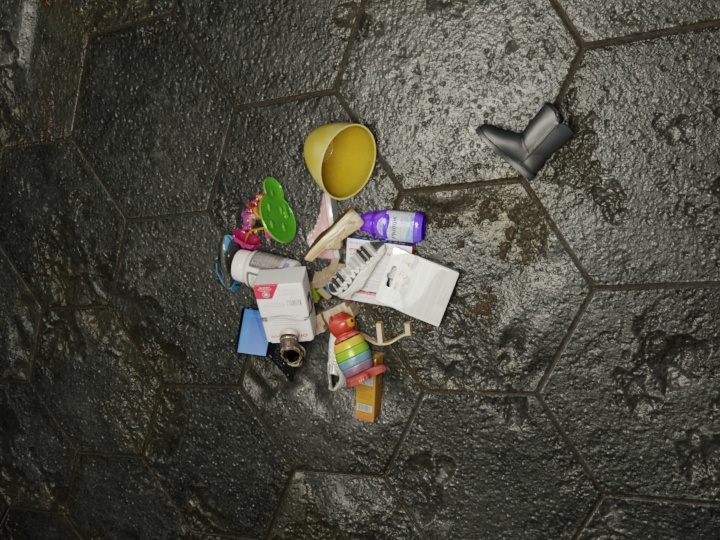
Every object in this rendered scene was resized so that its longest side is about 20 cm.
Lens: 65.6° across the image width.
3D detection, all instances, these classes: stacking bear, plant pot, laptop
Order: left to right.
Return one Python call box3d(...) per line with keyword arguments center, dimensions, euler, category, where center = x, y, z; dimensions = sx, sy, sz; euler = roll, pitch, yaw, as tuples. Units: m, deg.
box3d(center=(-0.286, 0.230, 1.733), dimensions=(0.199, 0.102, 0.181), euler=(38, 125, 35), category="laptop")
box3d(center=(-0.073, -0.314, 1.512), dimensions=(0.141, 0.197, 0.205), euler=(33, 114, 38), category="plant pot")
box3d(center=(-0.028, 0.217, 1.593), dimensions=(0.113, 0.120, 0.205), euler=(-29, 80, 44), category="stacking bear")

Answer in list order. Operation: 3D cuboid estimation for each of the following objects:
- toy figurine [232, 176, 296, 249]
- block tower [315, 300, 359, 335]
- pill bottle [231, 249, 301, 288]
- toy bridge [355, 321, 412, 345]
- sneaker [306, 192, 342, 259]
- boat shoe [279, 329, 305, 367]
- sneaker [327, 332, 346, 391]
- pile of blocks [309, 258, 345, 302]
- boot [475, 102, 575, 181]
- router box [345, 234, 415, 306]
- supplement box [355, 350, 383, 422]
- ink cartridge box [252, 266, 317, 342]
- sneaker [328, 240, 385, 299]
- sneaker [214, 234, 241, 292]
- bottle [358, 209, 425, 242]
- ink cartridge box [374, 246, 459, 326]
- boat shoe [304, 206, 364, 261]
box3d(center=(-0.310, -0.149, 1.666), dimensions=(0.181, 0.149, 0.206), euler=(-21, 74, 32), category="toy figurine")
box3d(center=(-0.102, 0.148, 1.691), dimensions=(0.196, 0.058, 0.055), euler=(-26, 94, 21), category="block tower")
box3d(center=(-0.284, 0.005, 1.689), dimensions=(0.195, 0.114, 0.117), euler=(14, 108, 16), category="pill bottle")
box3d(center=(0.059, 0.186, 1.657), dimensions=(0.194, 0.027, 0.069), euler=(-3, 103, 21), category="toy bridge")
box3d(center=(-0.113, -0.129, 1.614), dimensions=(0.101, 0.075, 0.206), euler=(-2, 107, 14), category="sneaker")
box3d(center=(-0.197, 0.239, 1.609), dimensions=(0.069, 0.061, 0.202), euler=(-1, 148, -1), category="boat shoe")
box3d(center=(-0.066, 0.269, 1.690), dimensions=(0.072, 0.087, 0.207), euler=(2, 103, 20), category="sneaker")
box3d(center=(-0.102, 0.029, 1.656), dimensions=(0.198, 0.063, 0.082), euler=(-32, 118, 33), category="pile of blocks")
box3d(center=(0.405, -0.345, 1.374), dimensions=(0.199, 0.077, 0.169), euler=(38, 116, 0), category="boot")
box3d(center=(0.054, 0.004, 1.602), dimensions=(0.194, 0.049, 0.185), euler=(9, 106, 17), category="router box")
box3d(center=(0.026, 0.347, 1.688), dimensions=(0.067, 0.066, 0.206), euler=(10, 105, 20), category="supplement box")
box3d(center=(-0.211, 0.099, 1.596), dimensions=(0.141, 0.084, 0.205), euler=(-3, 124, 7), category="ink cartridge box")
box3d(center=(0.000, 0.000, 1.562), dimensions=(0.200, 0.081, 0.076), euler=(-44, 42, 9), category="sneaker")
box3d(center=(-0.423, -0.025, 1.733), dimensions=(0.080, 0.073, 0.204), euler=(24, 129, 23), category="sneaker")
box3d(center=(0.082, -0.127, 1.551), dimensions=(0.194, 0.065, 0.086), euler=(8, 107, 18), category="bottle")
box3d(center=(0.156, 0.042, 1.548), dimensions=(0.195, 0.047, 0.164), euler=(22, 102, 3), category="ink cartridge box")
box3d(center=(-0.075, -0.085, 1.547), dimensions=(0.199, 0.072, 0.065), euler=(-41, 106, 17), category="boat shoe")
